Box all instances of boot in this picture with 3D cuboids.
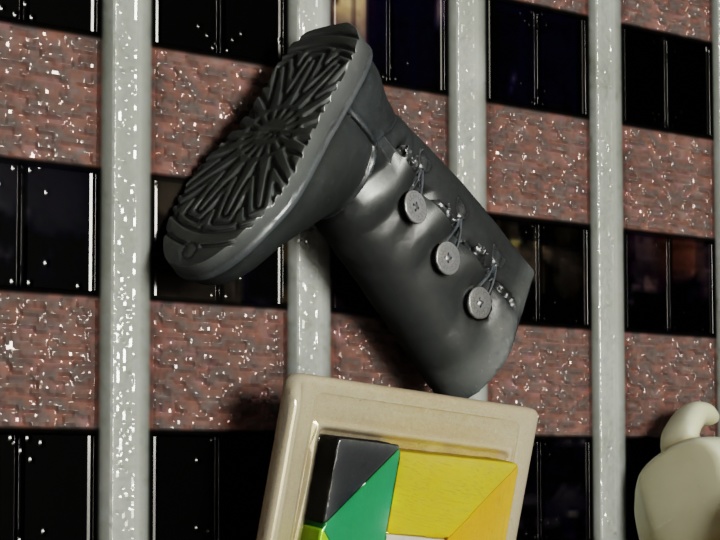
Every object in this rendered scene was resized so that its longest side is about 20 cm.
[{"bbox_3d":[0.001,-0.001,1.238,0.165,0.066,0.200,-55,131,-25],"label":"boot"}]

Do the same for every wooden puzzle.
[{"bbox_3d":[0.019,0.154,1.234,0.200,0.037,0.185,11,89,-46],"label":"wooden puzzle"}]

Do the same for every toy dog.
[{"bbox_3d":[0.247,0.189,1.438,0.200,0.140,0.194,29,30,-39],"label":"toy dog"}]
